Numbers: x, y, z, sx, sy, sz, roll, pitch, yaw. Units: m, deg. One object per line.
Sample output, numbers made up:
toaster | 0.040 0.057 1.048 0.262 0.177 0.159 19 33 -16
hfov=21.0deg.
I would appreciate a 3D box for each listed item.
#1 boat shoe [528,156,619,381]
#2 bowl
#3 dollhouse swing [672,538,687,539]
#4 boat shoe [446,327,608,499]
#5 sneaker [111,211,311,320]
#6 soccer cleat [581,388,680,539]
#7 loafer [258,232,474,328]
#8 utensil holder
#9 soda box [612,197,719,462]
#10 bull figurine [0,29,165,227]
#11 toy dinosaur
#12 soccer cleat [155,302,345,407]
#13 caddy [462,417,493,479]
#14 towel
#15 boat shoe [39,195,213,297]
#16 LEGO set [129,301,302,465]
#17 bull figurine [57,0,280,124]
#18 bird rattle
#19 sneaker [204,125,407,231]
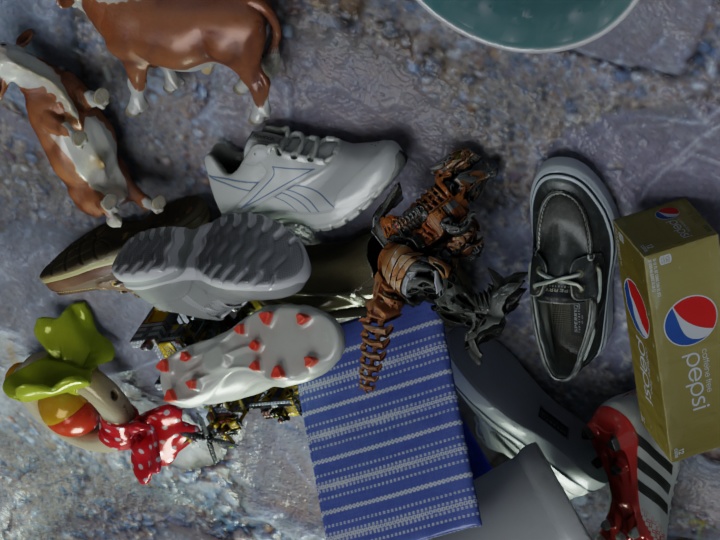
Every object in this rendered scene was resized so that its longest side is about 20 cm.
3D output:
boat shoe | 0.171 0.005 1.564 0.072 0.071 0.201 5 129 24
bowl | 0.120 -0.262 1.337 0.200 0.105 0.202 15 133 16
dollhouse swing | 0.252 0.327 1.827 0.181 0.176 0.201 -20 126 -10
boat shoe | 0.132 0.133 1.694 0.200 0.074 0.065 44 130 -11
sneaker | -0.114 0.002 1.640 0.199 0.075 0.082 2 143 40
soccer cleat | 0.245 0.189 1.673 0.068 0.085 0.201 24 137 48
loafer | 0.000 0.000 1.652 0.199 0.076 0.068 4 129 11
utensil holder | 0.101 0.263 1.613 0.199 0.170 0.170 -29 117 2
soda box | 0.252 0.049 1.538 0.064 0.068 0.201 -18 121 -7
bull figurine | -0.245 -0.119 1.665 0.121 0.065 0.200 30 156 51
toy dinosaur | 0.060 0.005 1.555 0.135 0.102 0.201 30 106 8
soccer cleat | -0.084 0.072 1.632 0.199 0.077 0.070 -18 78 35
caddy | 0.064 0.210 1.748 0.105 0.142 0.200 -10 124 37
towel | 0.020 0.130 1.597 0.144 0.201 0.024 -19 160 26
boat shoe | -0.206 -0.006 1.749 0.199 0.072 0.068 -16 117 33
LEGO set | -0.115 0.089 1.750 0.153 0.116 0.201 1 128 27
bull figurine | -0.153 -0.186 1.563 0.199 0.065 0.122 9 135 26
bird rattle | -0.263 0.127 1.903 0.163 0.113 0.200 -11 136 47
sneaker | -0.052 -0.080 1.609 0.199 0.075 0.087 -12 116 34
